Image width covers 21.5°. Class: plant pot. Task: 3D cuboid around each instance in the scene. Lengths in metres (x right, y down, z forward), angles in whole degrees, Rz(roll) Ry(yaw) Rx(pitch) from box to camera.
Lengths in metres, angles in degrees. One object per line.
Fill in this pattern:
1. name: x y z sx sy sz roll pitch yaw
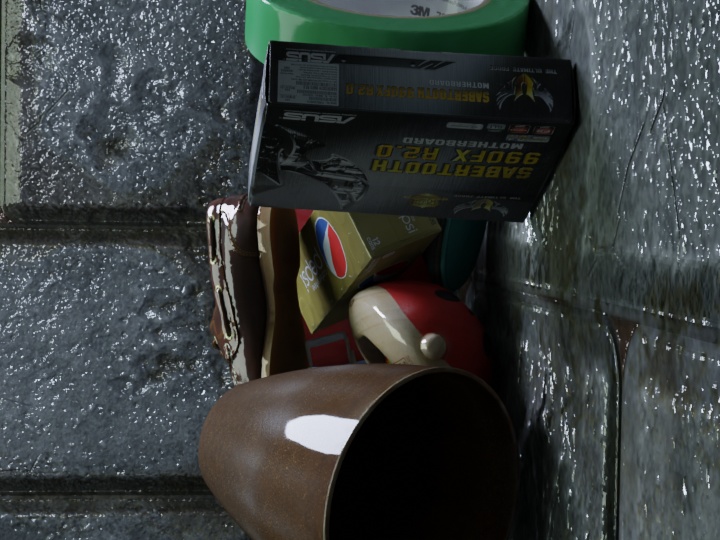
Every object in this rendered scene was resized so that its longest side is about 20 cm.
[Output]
1. plant pot: -0.021 0.144 1.357 0.199 0.186 0.188 12 103 46

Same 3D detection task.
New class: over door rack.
1. over door rack: 0.033 0.150 1.503 0.201 0.066 0.148 63 177 27

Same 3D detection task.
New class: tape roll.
1. tape roll: 0.018 -0.180 1.337 0.201 0.199 0.049 -104 18 -63

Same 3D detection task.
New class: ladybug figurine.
1. ladybug figurine: 0.052 0.061 1.451 0.136 0.072 0.200 52 172 -1

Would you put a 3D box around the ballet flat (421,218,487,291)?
1. ballet flat: 0.067 -0.080 1.441 0.073 0.072 0.201 -100 15 -54

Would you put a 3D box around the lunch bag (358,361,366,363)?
1. lunch bag: -0.009 0.079 1.873 0.170 0.126 0.202 154 103 -79

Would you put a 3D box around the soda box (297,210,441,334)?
1. soda box: -0.004 -0.017 1.482 0.068 0.064 0.200 63 160 10

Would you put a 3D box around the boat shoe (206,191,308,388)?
1. boat shoe: -0.083 0.040 1.485 0.070 0.070 0.202 1 -93 -67

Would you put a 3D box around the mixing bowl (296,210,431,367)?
1. mixing bowl: 0.000 0.000 1.662 0.200 0.108 0.202 -24 -60 -49

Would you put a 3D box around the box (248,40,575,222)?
1. box: 0.028 -0.089 1.257 0.159 0.198 0.049 110 163 -66
